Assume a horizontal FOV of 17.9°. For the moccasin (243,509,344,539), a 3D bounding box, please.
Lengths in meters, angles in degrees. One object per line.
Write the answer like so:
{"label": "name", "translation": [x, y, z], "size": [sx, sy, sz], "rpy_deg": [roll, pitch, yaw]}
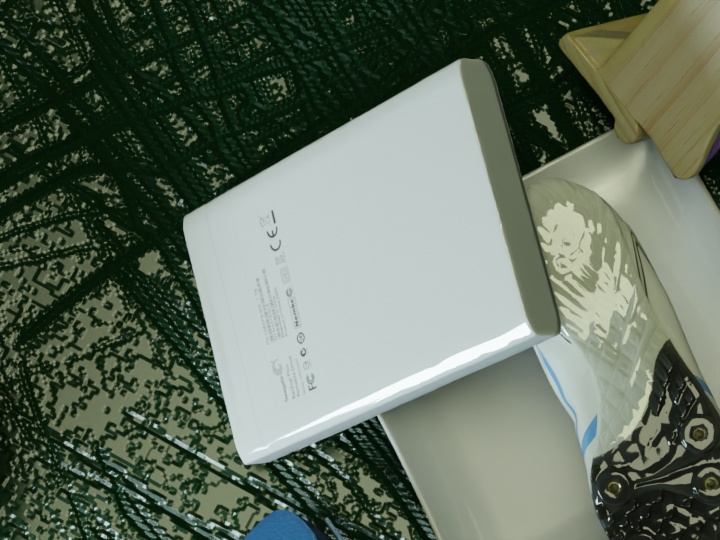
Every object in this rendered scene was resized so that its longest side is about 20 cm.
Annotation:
{"label": "moccasin", "translation": [-0.010, 0.183, 1.050], "size": [0.068, 0.200, 0.081], "rpy_deg": [33, 101, -28]}

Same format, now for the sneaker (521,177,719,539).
{"label": "sneaker", "translation": [0.122, 0.052, 1.045], "size": [0.072, 0.072, 0.201], "rpy_deg": [-23, 76, 10]}

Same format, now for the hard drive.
{"label": "hard drive", "translation": [0.000, 0.000, 1.083], "size": [0.200, 0.027, 0.133], "rpy_deg": [-27, 72, 41]}

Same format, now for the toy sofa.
{"label": "toy sofa", "translation": [0.193, -0.138, 1.064], "size": [0.098, 0.083, 0.200], "rpy_deg": [53, 132, 17]}

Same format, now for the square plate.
{"label": "square plate", "translation": [0.103, 0.045, 1.100], "size": [0.197, 0.028, 0.201], "rpy_deg": [-27, 62, -2]}
